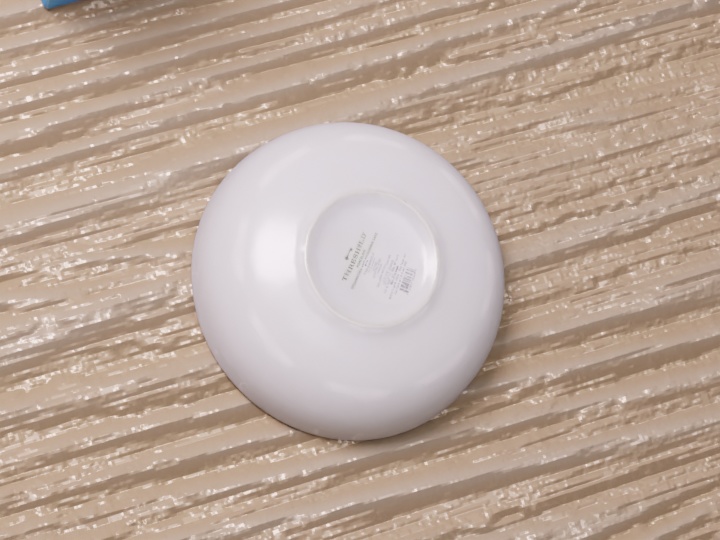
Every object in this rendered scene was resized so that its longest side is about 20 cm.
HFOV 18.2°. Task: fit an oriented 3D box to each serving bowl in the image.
[{"bbox_3d":[0.000,0.000,1.373,0.199,0.066,0.202,3,77,-15],"label":"serving bowl"}]

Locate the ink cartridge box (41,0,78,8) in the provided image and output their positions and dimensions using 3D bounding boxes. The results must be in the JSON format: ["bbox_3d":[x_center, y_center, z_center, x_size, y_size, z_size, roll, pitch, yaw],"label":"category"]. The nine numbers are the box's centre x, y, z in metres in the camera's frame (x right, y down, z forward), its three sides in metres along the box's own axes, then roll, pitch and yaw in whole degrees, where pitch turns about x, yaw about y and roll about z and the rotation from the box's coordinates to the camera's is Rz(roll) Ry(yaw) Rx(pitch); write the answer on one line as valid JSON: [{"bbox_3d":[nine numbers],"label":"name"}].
[{"bbox_3d":[-0.159,-0.246,1.318,0.066,0.200,0.117,-15,81,-18],"label":"ink cartridge box"}]
